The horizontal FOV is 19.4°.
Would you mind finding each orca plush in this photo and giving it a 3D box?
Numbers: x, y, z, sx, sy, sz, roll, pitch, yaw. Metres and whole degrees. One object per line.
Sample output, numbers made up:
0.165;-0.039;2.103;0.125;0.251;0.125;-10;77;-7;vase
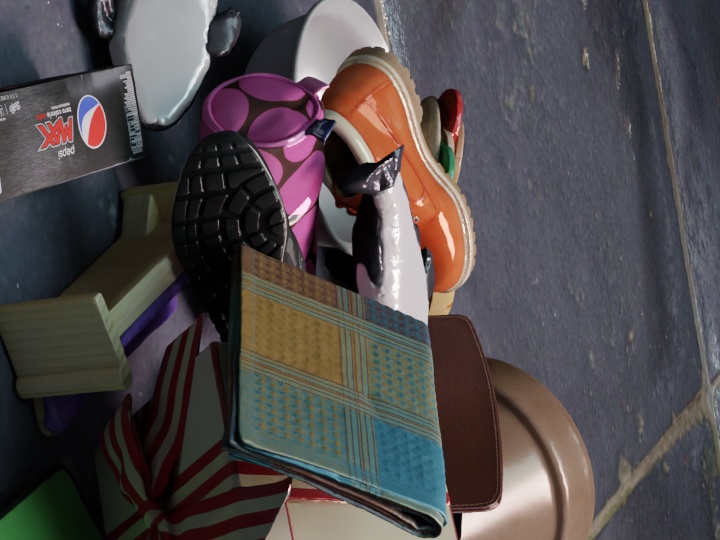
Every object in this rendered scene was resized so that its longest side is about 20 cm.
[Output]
0.000;0.000;1.514;0.200;0.071;0.105;72;33;-49;orca plush
-0.148;-0.197;1.472;0.105;0.071;0.201;-12;92;-20;orca plush

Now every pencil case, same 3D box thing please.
-0.064;-0.042;1.500;0.094;0.091;0.201;-39;149;-37;pencil case

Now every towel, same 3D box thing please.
-0.016;0.070;1.280;0.146;0.022;0.200;24;30;-18;towel

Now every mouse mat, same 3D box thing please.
-0.164;0.226;1.303;0.201;0.008;0.161;62;15;-4;mouse mat

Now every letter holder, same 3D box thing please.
0.031;0.136;1.583;0.200;0.141;0.101;-97;-176;-47;letter holder

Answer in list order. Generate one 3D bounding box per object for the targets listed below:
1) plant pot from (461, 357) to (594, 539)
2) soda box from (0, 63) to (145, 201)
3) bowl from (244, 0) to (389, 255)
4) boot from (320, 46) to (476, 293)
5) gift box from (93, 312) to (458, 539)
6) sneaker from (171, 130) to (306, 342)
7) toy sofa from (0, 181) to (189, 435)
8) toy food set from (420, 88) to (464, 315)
0.062;0.191;1.712;0.174;0.200;0.201;-25;108;-44;plant pot
-0.211;-0.081;1.290;0.200;0.071;0.064;-25;106;-64;soda box
-0.043;-0.106;1.628;0.201;0.090;0.202;-6;90;-65;bowl
0.018;-0.054;1.568;0.201;0.075;0.107;64;34;-22;boot
-0.057;0.144;1.323;0.186;0.200;0.185;7;52;-34;gift box
-0.074;-0.009;1.399;0.088;0.075;0.201;-84;163;-61;sneaker
-0.149;0.022;1.389;0.200;0.083;0.098;-50;128;-56;toy sofa
0.053;-0.052;1.762;0.200;0.048;0.199;177;-79;-84;toy food set
